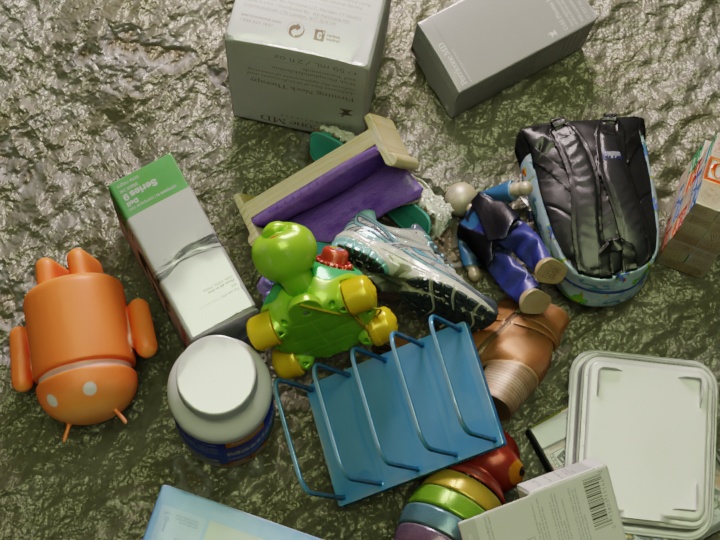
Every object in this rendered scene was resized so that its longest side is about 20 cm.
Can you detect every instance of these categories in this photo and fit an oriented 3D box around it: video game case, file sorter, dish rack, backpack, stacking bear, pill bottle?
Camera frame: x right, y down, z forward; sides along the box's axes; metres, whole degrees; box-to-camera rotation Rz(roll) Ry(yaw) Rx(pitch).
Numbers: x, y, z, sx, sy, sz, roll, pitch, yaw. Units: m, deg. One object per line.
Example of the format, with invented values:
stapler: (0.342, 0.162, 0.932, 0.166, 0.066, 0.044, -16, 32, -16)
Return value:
video game case: (0.309, 0.223, 1.664, 0.179, 0.026, 0.201, -26, 75, -10)
file sorter: (0.027, 0.146, 1.565, 0.198, 0.123, 0.140, -23, 72, 17)
dish rack: (0.312, 0.187, 1.641, 0.169, 0.044, 0.203, 7, 74, -1)
backpack: (0.268, -0.060, 1.705, 0.161, 0.155, 0.202, -7, 51, -10)
stacking bear: (0.110, 0.256, 1.606, 0.113, 0.122, 0.201, 9, 55, 39)
pill bottle: (-0.147, 0.136, 1.583, 0.110, 0.200, 0.114, 1, 72, -2)

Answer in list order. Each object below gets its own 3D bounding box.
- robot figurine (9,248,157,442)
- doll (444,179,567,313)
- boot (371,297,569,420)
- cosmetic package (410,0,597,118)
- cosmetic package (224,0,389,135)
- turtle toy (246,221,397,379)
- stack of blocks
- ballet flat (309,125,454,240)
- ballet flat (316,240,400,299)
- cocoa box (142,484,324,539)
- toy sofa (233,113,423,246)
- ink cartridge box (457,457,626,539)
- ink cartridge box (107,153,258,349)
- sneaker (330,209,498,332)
robot figurine: (-0.305, 0.080, 1.639, 0.142, 0.117, 0.203, -2, 70, -29)
doll: (0.159, -0.040, 1.693, 0.048, 0.138, 0.200, 9, 27, -37)
boot: (0.126, 0.081, 1.683, 0.198, 0.074, 0.155, 19, 52, 26)
cosmetic package: (0.169, -0.282, 1.791, 0.199, 0.090, 0.107, -30, 78, -14)
cosmetic package: (-0.056, -0.277, 1.720, 0.165, 0.200, 0.168, 12, 71, 2)
turtle toy: (-0.053, 0.024, 1.567, 0.144, 0.200, 0.102, -20, 57, 8)
stack of blocks: (0.394, -0.082, 1.675, 0.058, 0.200, 0.116, 19, 73, 5)
ballet flat: (0.027, -0.104, 1.743, 0.200, 0.072, 0.072, 40, 75, 17)
ballet flat: (0.000, 0.000, 1.698, 0.197, 0.067, 0.069, 9, 63, -14)
cocoa box: (-0.133, 0.325, 1.559, 0.198, 0.131, 0.135, 18, 72, 4)
toy sofa: (-0.034, -0.084, 1.678, 0.199, 0.083, 0.099, -29, 79, 18)
ink cartridge box: (0.199, 0.321, 1.569, 0.174, 0.045, 0.203, -18, 99, -13)
ink cartridge box: (-0.194, -0.005, 1.655, 0.083, 0.146, 0.201, -27, 75, -11)
sneaker: (0.068, -0.007, 1.639, 0.198, 0.078, 0.087, 28, 54, 0)
